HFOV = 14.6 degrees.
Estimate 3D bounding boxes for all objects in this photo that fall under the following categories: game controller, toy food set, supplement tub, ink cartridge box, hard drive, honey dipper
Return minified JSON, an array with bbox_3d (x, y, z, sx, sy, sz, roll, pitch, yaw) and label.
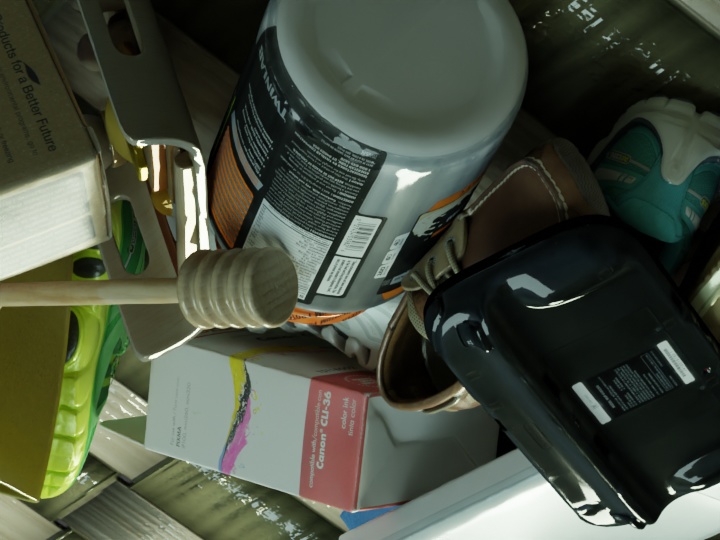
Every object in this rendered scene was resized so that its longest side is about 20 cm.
[{"bbox_3d":[0.110,0.049,1.277,0.104,0.042,0.200,-33,135,8],"label":"game controller"},{"bbox_3d":[-0.122,-0.066,1.378,0.060,0.144,0.200,-15,150,-10],"label":"toy food set"},{"bbox_3d":[-0.004,-0.059,1.311,0.122,0.123,0.200,29,151,0],"label":"supplement tub"},{"bbox_3d":[-0.226,-0.080,1.336,0.075,0.164,0.201,86,161,-55],"label":"ink cartridge box"},{"bbox_3d":[-0.035,0.071,1.522,0.199,0.068,0.116,13,-169,40],"label":"ink cartridge box"},{"bbox_3d":[0.103,0.127,1.442,0.132,0.027,0.200,21,143,-38],"label":"hard drive"},{"bbox_3d":[-0.116,0.009,1.343,0.199,0.038,0.038,0,140,38],"label":"honey dipper"}]

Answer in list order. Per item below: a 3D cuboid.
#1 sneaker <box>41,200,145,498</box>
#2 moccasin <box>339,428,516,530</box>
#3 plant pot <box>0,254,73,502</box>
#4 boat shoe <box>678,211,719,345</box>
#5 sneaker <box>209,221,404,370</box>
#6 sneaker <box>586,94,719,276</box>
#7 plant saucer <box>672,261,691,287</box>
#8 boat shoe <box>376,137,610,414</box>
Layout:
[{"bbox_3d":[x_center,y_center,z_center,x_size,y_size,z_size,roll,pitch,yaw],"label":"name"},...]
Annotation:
[{"bbox_3d":[-0.154,0.042,1.570,0.074,0.083,0.201,32,119,24],"label":"sneaker"},{"bbox_3d":[0.065,0.110,1.574,0.199,0.068,0.081,-9,126,45],"label":"moccasin"},{"bbox_3d":[-0.261,-0.009,1.463,0.199,0.177,0.200,12,165,33],"label":"plant pot"},{"bbox_3d":[0.192,-0.003,1.274,0.066,0.074,0.200,29,146,-1],"label":"boat shoe"},{"bbox_3d":[0.000,0.000,1.458,0.199,0.075,0.081,12,135,23],"label":"sneaker"},{"bbox_3d":[0.115,-0.010,1.329,0.077,0.080,0.200,26,151,1],"label":"sneaker"},{"bbox_3d":[0.227,0.068,1.403,0.199,0.035,0.201,20,149,13],"label":"plant saucer"},{"bbox_3d":[0.058,0.013,1.294,0.076,0.072,0.200,58,151,22],"label":"boat shoe"}]
